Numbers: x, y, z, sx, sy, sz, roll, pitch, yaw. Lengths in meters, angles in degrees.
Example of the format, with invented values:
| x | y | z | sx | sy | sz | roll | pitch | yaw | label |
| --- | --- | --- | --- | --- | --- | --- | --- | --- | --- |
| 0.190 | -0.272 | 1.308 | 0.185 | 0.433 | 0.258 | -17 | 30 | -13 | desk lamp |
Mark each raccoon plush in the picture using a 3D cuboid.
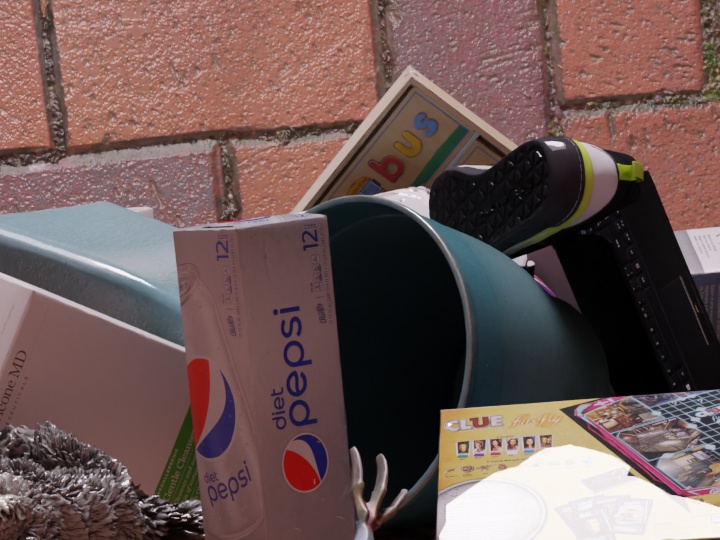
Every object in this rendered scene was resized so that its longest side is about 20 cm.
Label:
| x | y | z | sx | sy | sz | roll | pitch | yaw | label |
| --- | --- | --- | --- | --- | --- | --- | --- | --- | --- |
| -0.149 | 0.141 | 1.388 | 0.198 | 0.098 | 0.134 | -6 | 11 | -12 | raccoon plush |

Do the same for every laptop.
| x | y | z | sx | sy | sz | roll | pitch | yaw | label |
| --- | --- | --- | --- | --- | --- | --- | --- | --- | --- |
| 0.207 | 0.035 | 1.633 | 0.103 | 0.178 | 0.200 | -16 | 10 | 42 | laptop |

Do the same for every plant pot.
| x | y | z | sx | sy | sz | roll | pitch | yaw | label |
| --- | --- | --- | --- | --- | --- | --- | --- | --- | --- |
| -0.154 | 0.073 | 1.755 | 0.199 | 0.198 | 0.196 | 14 | 10 | 22 | plant pot |
| 0.048 | 0.069 | 1.541 | 0.199 | 0.202 | 0.187 | -2 | -10 | 41 | plant pot |

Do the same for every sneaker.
| x | y | z | sx | sy | sz | roll | pitch | yaw | label |
| --- | --- | --- | --- | --- | --- | --- | --- | --- | --- |
| 0.113 | -0.038 | 1.595 | 0.082 | 0.072 | 0.200 | 0 | -7 | -26 | sneaker |

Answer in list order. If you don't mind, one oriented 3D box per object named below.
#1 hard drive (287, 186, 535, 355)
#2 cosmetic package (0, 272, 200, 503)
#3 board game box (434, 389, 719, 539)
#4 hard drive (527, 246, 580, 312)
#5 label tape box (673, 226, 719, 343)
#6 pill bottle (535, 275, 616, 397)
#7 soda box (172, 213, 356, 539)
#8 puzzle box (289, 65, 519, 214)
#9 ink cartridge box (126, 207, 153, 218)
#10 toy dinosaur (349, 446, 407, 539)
| x | y | z | sx | sy | sz | roll | pitch | yaw | label |
| --- | --- | --- | --- | --- | --- | --- | --- | --- | --- |
| 0.000 | 0.000 | 1.683 | 0.199 | 0.038 | 0.140 | -13 | 32 | -31 | hard drive |
| -0.171 | 0.080 | 1.562 | 0.199 | 0.108 | 0.085 | 23 | -3 | -43 | cosmetic package |
| 0.139 | 0.116 | 1.299 | 0.198 | 0.035 | 0.136 | -4 | 31 | 7 | board game box |
| 0.121 | 0.036 | 1.848 | 0.131 | 0.201 | 0.027 | -5 | 30 | -8 | hard drive |
| 0.286 | 0.042 | 1.805 | 0.198 | 0.145 | 0.063 | -5 | 33 | -6 | label tape box |
| 0.109 | 0.071 | 1.727 | 0.112 | 0.113 | 0.200 | -6 | 18 | -11 | pill bottle |
| -0.054 | 0.071 | 1.410 | 0.068 | 0.202 | 0.063 | -9 | 6 | -39 | soda box |
| 0.027 | -0.035 | 1.833 | 0.133 | 0.200 | 0.025 | 34 | 18 | -14 | puzzle box |
| -0.247 | 0.053 | 2.032 | 0.146 | 0.202 | 0.145 | -4 | 3 | 14 | ink cartridge box |
| -0.004 | 0.174 | 0.991 | 0.180 | 0.105 | 0.201 | 7 | 37 | -17 | toy dinosaur |
